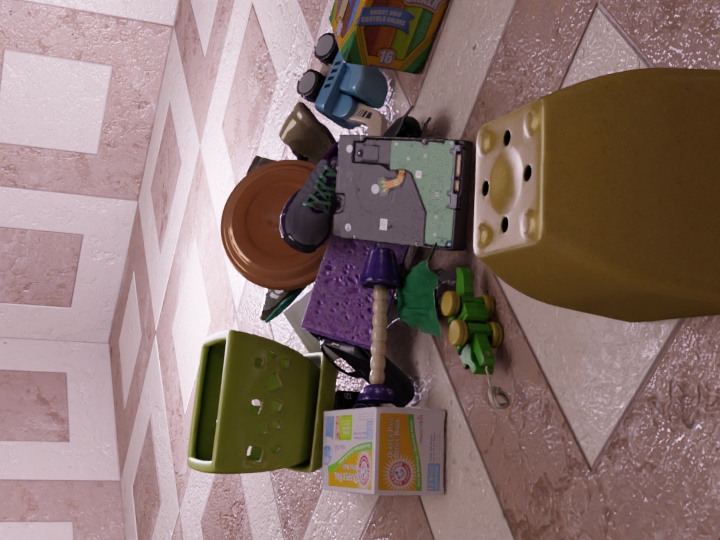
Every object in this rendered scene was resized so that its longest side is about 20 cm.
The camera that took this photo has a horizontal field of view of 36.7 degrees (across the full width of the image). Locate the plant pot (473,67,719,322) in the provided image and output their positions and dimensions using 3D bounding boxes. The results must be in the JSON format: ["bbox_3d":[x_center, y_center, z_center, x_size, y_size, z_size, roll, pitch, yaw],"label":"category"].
[{"bbox_3d":[0.207,-0.065,0.924,0.195,0.197,0.198,166,107,-67],"label":"plant pot"}]

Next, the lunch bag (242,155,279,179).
[{"bbox_3d":[-0.109,-0.063,1.732,0.202,0.161,0.118,91,-164,-45],"label":"lunch bag"}]

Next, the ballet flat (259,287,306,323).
[{"bbox_3d":[-0.101,0.007,1.676,0.200,0.071,0.073,-37,49,38],"label":"ballet flat"}]

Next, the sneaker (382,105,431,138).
[{"bbox_3d":[0.035,-0.147,1.509,0.201,0.060,0.104,-56,7,22],"label":"sneaker"}]

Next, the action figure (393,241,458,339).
[{"bbox_3d":[0.082,0.033,1.425,0.200,0.054,0.120,162,110,-75],"label":"action figure"}]

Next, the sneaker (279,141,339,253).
[{"bbox_3d":[-0.057,-0.111,1.509,0.201,0.073,0.088,-72,7,-50],"label":"sneaker"}]

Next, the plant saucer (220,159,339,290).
[{"bbox_3d":[-0.113,-0.072,1.604,0.032,0.197,0.204,67,-161,-70],"label":"plant saucer"}]

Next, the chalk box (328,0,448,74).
[{"bbox_3d":[0.048,-0.398,1.510,0.125,0.123,0.202,-107,29,-44],"label":"chalk box"}]

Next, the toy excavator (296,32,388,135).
[{"bbox_3d":[-0.004,-0.251,1.646,0.199,0.099,0.197,21,86,45],"label":"toy excavator"}]

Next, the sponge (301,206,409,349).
[{"bbox_3d":[0.000,0.000,1.496,0.030,0.110,0.203,85,-157,-76],"label":"sponge"}]

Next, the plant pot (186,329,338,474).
[{"bbox_3d":[-0.143,0.203,1.601,0.200,0.179,0.203,162,115,-68],"label":"plant pot"}]

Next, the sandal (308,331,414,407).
[{"bbox_3d":[-0.009,0.121,1.512,0.199,0.043,0.077,37,147,30],"label":"sandal"}]

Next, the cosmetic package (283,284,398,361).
[{"bbox_3d":[-0.029,0.062,1.610,0.114,0.081,0.200,56,151,0],"label":"cosmetic package"}]

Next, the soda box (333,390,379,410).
[{"bbox_3d":[-0.036,0.244,1.659,0.200,0.070,0.064,134,138,-58],"label":"soda box"}]

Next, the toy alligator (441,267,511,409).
[{"bbox_3d":[0.132,0.088,1.273,0.055,0.058,0.202,119,148,-46],"label":"toy alligator"}]

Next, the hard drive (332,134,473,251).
[{"bbox_3d":[0.053,-0.104,1.418,0.198,0.038,0.142,7,96,38],"label":"hard drive"}]

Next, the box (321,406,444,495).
[{"bbox_3d":[0.027,0.243,1.454,0.200,0.100,0.115,156,117,-66],"label":"box"}]

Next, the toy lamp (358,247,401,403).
[{"bbox_3d":[0.025,0.072,1.435,0.058,0.057,0.204,152,122,-65],"label":"toy lamp"}]

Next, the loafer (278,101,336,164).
[{"bbox_3d":[-0.076,-0.199,1.728,0.068,0.200,0.076,-35,60,5],"label":"loafer"}]
